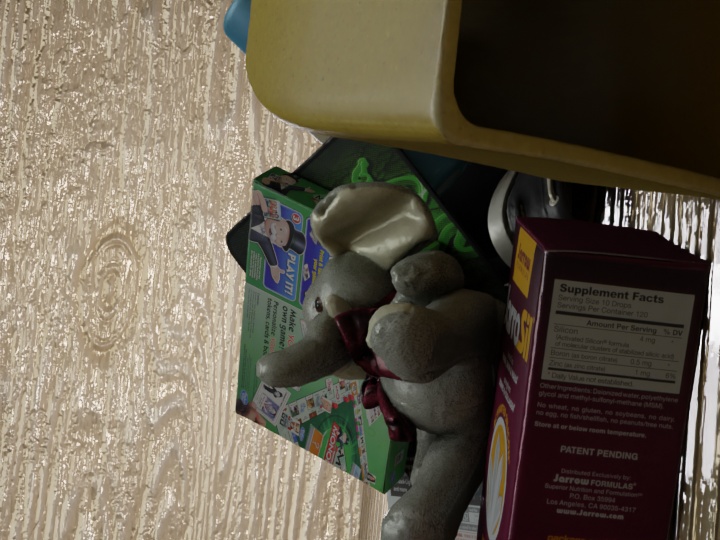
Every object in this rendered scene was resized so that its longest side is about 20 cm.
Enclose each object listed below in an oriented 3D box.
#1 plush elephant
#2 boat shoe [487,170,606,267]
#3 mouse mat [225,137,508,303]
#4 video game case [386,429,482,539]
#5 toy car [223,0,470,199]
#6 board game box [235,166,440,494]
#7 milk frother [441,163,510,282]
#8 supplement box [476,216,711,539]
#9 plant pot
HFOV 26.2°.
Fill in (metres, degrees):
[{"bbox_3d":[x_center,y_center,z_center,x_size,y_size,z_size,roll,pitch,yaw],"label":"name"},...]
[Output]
[{"bbox_3d":[0.015,0.043,0.912,0.200,0.154,0.165,-45,-43,-44],"label":"plush elephant"},{"bbox_3d":[0.134,-0.082,1.005,0.060,0.074,0.200,-26,27,38],"label":"boat shoe"},{"bbox_3d":[0.000,0.000,1.040,0.008,0.161,0.200,-39,1,-43],"label":"mouse mat"},{"bbox_3d":[0.074,0.145,1.039,0.200,0.023,0.183,-8,88,61],"label":"video game case"},{"bbox_3d":[0.048,-0.180,1.024,0.200,0.184,0.177,-40,-12,-35],"label":"toy car"},{"bbox_3d":[-0.020,0.043,1.054,0.029,0.134,0.201,-37,-36,-46],"label":"board game box"},{"bbox_3d":[0.058,-0.003,1.091,0.181,0.187,0.200,61,-163,-25],"label":"milk frother"},{"bbox_3d":[0.117,0.080,0.816,0.110,0.085,0.201,-101,17,-80],"label":"supplement box"},{"bbox_3d":[0.052,-0.139,0.713,0.200,0.195,0.195,3,87,52],"label":"plant pot"}]
